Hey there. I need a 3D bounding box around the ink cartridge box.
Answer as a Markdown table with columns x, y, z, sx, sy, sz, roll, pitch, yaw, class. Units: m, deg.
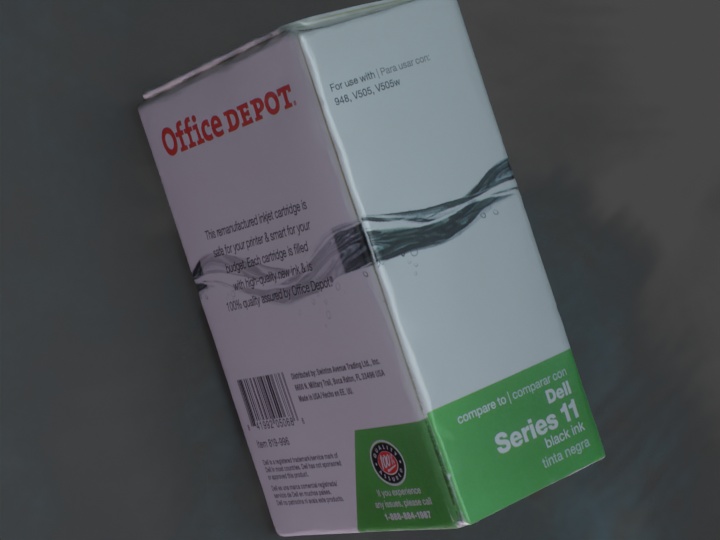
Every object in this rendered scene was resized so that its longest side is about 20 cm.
| x | y | z | sx | sy | sz | roll | pitch | yaw | class |
| --- | --- | --- | --- | --- | --- | --- | --- | --- | --- |
| 0.000 | 0.000 | 0.821 | 0.083 | 0.146 | 0.201 | -21 | 94 | -32 | ink cartridge box |
